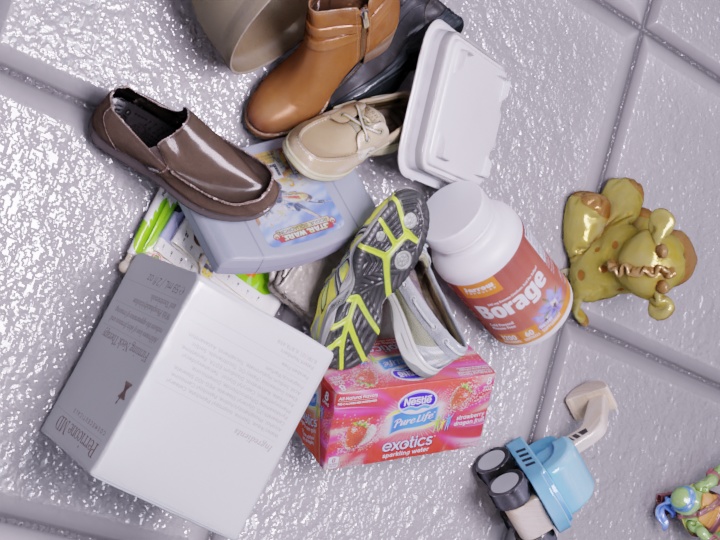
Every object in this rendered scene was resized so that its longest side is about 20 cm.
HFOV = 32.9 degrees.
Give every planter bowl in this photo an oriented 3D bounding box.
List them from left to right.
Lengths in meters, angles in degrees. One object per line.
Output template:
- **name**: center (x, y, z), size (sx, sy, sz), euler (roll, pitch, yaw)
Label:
- **planter bowl**: center (-0.095, -0.312, 1.204), size (0.200, 0.200, 0.135), euler (-39, 85, -26)

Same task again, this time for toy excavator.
- **toy excavator**: center (0.244, 0.228, 1.479), size (0.200, 0.195, 0.100), euler (-29, 109, 0)

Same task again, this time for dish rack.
- **dish rack**: center (0.113, -0.174, 1.359), size (0.200, 0.043, 0.172), euler (12, 91, -64)

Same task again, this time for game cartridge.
- **game cartridge**: center (-0.081, -0.069, 1.246), size (0.200, 0.042, 0.133), euler (-19, 67, -34)

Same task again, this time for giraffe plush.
- **giraffe plush**: center (0.339, -0.019, 1.503), size (0.200, 0.162, 0.173), euler (-38, 112, -27)

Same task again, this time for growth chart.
- **growth chart**: center (-0.142, -0.028, 1.271), size (0.200, 0.018, 0.145), euler (27, 76, -32)

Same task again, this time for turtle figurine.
- **turtle figurine**: center (0.513, 0.326, 1.629), size (0.200, 0.144, 0.194), euler (-35, 140, 17)

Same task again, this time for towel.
- **towel**: center (-0.008, 0.017, 1.344), size (0.200, 0.034, 0.133), euler (44, 69, -34)

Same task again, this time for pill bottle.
- **pill bottle**: center (0.152, -0.008, 1.392), size (0.200, 0.112, 0.112), euler (46, 67, -37)

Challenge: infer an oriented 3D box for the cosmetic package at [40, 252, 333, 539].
- **cosmetic package**: center (-0.166, 0.116, 1.159), size (0.166, 0.167, 0.200), euler (32, 81, -30)

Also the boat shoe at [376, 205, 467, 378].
- **boat shoe**: center (0.060, 0.013, 1.295), size (0.074, 0.065, 0.203), euler (21, 46, -46)

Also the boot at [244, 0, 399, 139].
- **boot**: center (-0.045, -0.226, 1.230), size (0.200, 0.155, 0.074), euler (-43, 80, -8)

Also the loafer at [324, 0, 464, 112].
- **loafer**: center (0.022, -0.235, 1.351), size (0.200, 0.073, 0.072), euler (-40, 80, -20)

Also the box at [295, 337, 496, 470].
- **box**: center (0.034, 0.138, 1.320), size (0.199, 0.095, 0.100), euler (-4, 119, -28)

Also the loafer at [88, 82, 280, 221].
- **loafer**: center (-0.169, -0.113, 1.166), size (0.199, 0.071, 0.073), euler (25, 61, -1)

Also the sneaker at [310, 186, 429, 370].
- **sneaker**: center (0.000, 0.000, 1.256), size (0.075, 0.076, 0.200), euler (26, 96, -34)

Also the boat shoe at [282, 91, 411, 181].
- **boat shoe**: center (-0.004, -0.148, 1.271), size (0.072, 0.065, 0.200), euler (53, 39, 10)
